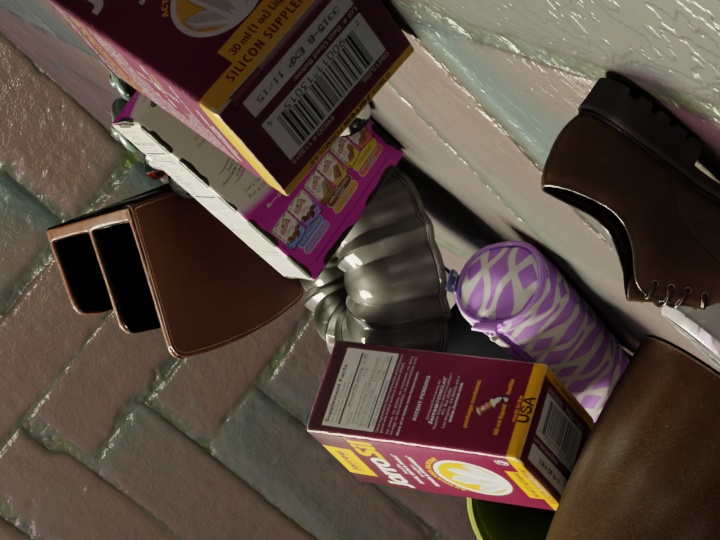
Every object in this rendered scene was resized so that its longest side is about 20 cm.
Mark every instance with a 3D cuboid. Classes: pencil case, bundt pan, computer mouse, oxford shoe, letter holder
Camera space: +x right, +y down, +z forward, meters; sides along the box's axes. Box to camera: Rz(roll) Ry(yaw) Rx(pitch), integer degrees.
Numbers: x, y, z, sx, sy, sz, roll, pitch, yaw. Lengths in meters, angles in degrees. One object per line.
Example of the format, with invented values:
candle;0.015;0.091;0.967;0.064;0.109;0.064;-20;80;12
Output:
pencil case;0.151;0.053;1.670;0.084;0.086;0.200;-8;149;31
bundt pan;0.000;0.000;1.774;0.202;0.075;0.203;165;90;-69
computer mouse;0.249;0.055;1.267;0.110;0.044;0.200;41;-178;37
oxford shoe;0.176;-0.004;1.053;0.200;0.085;0.073;38;173;4
letter holder;-0.154;-0.003;1.787;0.100;0.200;0.143;-13;98;35

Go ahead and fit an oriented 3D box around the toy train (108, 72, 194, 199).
toy train;-0.157;-0.155;1.730;0.114;0.085;0.201;47;-153;-50

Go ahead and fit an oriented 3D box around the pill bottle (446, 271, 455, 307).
pill bottle;0.050;0.049;2.198;0.111;0.111;0.200;39;175;2

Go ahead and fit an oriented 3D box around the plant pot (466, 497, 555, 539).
plant pot;0.207;0.211;2.155;0.200;0.201;0.193;40;-173;-4

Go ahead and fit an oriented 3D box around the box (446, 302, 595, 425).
box;0.176;0.119;1.862;0.196;0.118;0.200;37;175;26

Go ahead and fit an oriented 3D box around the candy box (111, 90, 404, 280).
candy box;-0.080;-0.106;1.645;0.200;0.137;0.061;43;163;-24

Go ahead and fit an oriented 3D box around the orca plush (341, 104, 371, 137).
orca plush;-0.056;-0.144;1.546;0.105;0.071;0.200;37;174;21

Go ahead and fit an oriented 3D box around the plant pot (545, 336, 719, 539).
plant pot;0.233;0.188;1.604;0.187;0.200;0.187;39;174;5

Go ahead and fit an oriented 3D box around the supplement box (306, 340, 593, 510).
supplement box;0.073;0.126;1.673;0.199;0.086;0.110;5;154;32

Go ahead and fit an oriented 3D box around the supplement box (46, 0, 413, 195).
supplement box;-0.086;-0.160;1.313;0.200;0.131;0.103;34;171;38
